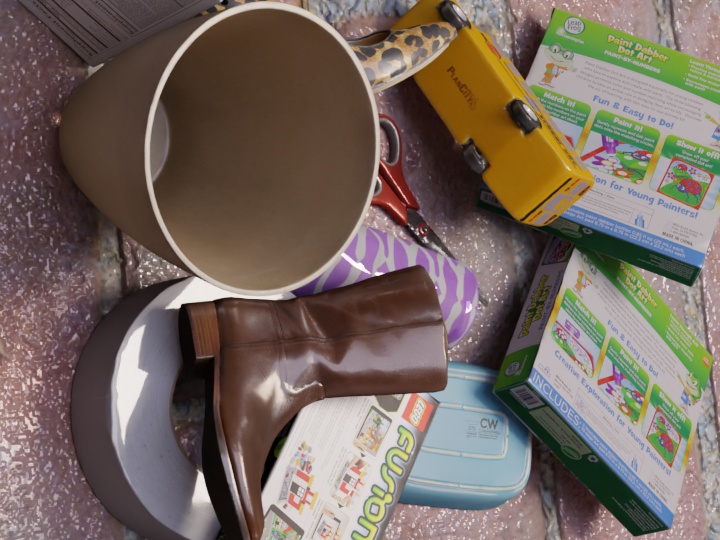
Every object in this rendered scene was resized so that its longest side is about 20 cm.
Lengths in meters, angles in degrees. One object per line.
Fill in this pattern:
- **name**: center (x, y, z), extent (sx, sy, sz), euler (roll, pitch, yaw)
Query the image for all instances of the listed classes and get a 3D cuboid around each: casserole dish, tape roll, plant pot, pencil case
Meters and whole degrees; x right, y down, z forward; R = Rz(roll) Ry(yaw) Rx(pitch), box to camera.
- **casserole dish**: center (0.073, 0.132, 1.328), extent (0.199, 0.039, 0.122), euler (11, 78, -34)
- **tape roll**: center (-0.108, 0.102, 1.189), extent (0.199, 0.066, 0.202), euler (6, 80, -35)
- **plant pot**: center (-0.121, -0.088, 1.115), extent (0.186, 0.199, 0.189), euler (-7, 100, -39)
- **pencil case**: center (0.000, 0.000, 1.274), extent (0.199, 0.084, 0.086), euler (24, 37, -31)

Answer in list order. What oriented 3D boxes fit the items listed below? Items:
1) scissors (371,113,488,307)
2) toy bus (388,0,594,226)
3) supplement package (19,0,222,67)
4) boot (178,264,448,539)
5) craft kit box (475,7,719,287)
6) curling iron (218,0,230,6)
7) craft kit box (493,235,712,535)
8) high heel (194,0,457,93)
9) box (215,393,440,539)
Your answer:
- **scissors**: center (0.039, -0.039, 1.345), extent (0.073, 0.014, 0.201), euler (-38, 106, -35)
- **toy bus**: center (0.105, -0.135, 1.331), extent (0.201, 0.065, 0.078), euler (57, 23, 20)
- **supplement package**: center (-0.160, -0.264, 1.121), extent (0.151, 0.199, 0.152), euler (42, 63, -22)
- **boot**: center (-0.015, 0.092, 1.133), extent (0.198, 0.064, 0.188), euler (-6, 74, -20)
- **craft kit box**: center (0.225, -0.109, 1.397), extent (0.199, 0.049, 0.199), euler (21, 68, 8)
- **curling iron**: center (-0.095, -0.283, 1.243), extent (0.050, 0.025, 0.201), euler (72, 22, -59)
- **craft kit box**: center (0.215, 0.089, 1.397), extent (0.200, 0.048, 0.198), euler (46, 49, -22)
- **high heel**: center (-0.027, -0.203, 1.263), extent (0.199, 0.071, 0.144), euler (-22, 102, -15)
- **box**: center (-0.025, 0.155, 1.178), extent (0.110, 0.035, 0.201), euler (38, 64, -25)
